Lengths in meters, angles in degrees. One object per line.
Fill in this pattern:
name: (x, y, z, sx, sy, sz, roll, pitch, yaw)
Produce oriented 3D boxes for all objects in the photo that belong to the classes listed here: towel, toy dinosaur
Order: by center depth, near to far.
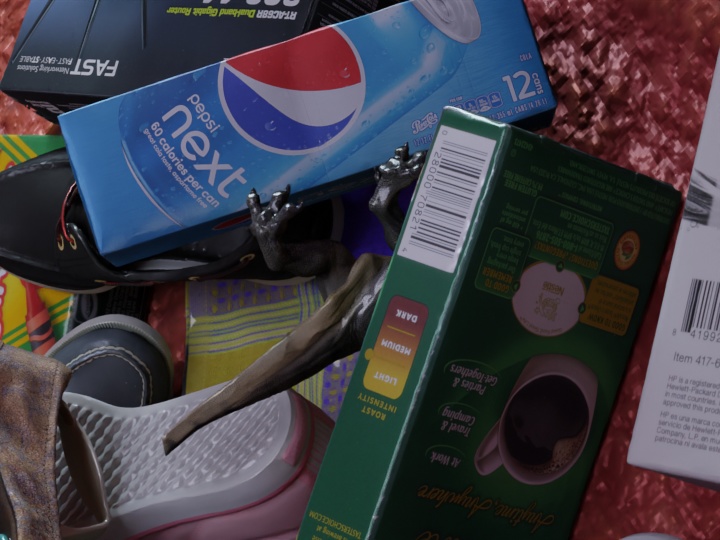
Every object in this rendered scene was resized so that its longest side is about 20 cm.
toy dinosaur: (0.000, 0.000, 1.219, 0.047, 0.200, 0.088, 36, 146, 55)
towel: (-0.007, 0.005, 1.342, 0.200, 0.023, 0.144, -10, 70, 41)

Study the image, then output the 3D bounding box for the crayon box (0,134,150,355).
crayon box: (-0.188, -0.002, 1.494, 0.200, 0.051, 0.127, 2, 79, 44)

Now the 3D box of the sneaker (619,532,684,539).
sneaker: (0.088, 0.196, 1.150, 0.080, 0.088, 0.201, -10, 72, 40)

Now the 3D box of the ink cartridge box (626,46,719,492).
ink cartridge box: (0.197, -0.007, 1.109, 0.146, 0.084, 0.200, 9, 83, 44)

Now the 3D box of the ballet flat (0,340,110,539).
ballet flat: (-0.133, 0.116, 1.234, 0.068, 0.067, 0.200, -48, 41, 48)

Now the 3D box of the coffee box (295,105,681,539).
coffee box: (0.051, 0.044, 1.207, 0.044, 0.123, 0.200, 19, 92, 43)

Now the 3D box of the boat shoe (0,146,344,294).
boat shoe: (-0.106, -0.028, 1.364, 0.201, 0.063, 0.074, 2, 81, 34)

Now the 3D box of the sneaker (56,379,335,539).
sneaker: (-0.079, 0.100, 1.317, 0.200, 0.105, 0.075, -10, 60, 35)

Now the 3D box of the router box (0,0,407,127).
router box: (-0.064, -0.136, 1.394, 0.200, 0.062, 0.150, 6, 73, 43)

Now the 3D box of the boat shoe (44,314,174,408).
boat shoe: (-0.148, 0.109, 1.397, 0.200, 0.073, 0.062, -55, 11, 25)

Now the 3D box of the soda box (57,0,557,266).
soda box: (-0.021, -0.063, 1.257, 0.200, 0.068, 0.064, -19, 86, -1)
